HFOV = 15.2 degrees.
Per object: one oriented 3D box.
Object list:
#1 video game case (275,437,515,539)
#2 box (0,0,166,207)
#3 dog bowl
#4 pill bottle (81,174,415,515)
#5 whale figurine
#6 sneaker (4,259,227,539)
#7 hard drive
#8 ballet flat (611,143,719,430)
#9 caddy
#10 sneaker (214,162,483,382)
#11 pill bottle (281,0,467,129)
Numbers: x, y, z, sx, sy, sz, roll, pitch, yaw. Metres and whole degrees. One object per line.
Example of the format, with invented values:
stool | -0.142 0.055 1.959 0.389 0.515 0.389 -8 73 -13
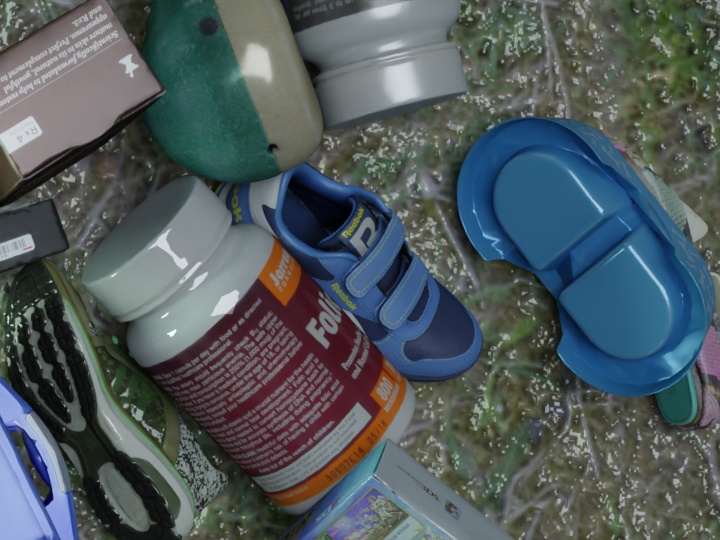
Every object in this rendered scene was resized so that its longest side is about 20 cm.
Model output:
video game case | 0.021 0.221 1.656 0.181 0.200 0.045 38 33 -12
box | -0.191 -0.093 1.599 0.100 0.200 0.075 -33 95 -16
dog bowl | 0.150 -0.014 1.741 0.200 0.111 0.050 52 32 6
pill bottle | -0.069 0.044 1.658 0.114 0.114 0.200 -48 109 -15
whale figurine | -0.096 -0.141 1.655 0.104 0.159 0.200 -23 56 -1
sneaker | -0.150 0.078 1.682 0.089 0.077 0.200 -31 94 -48
hard drive | -0.256 0.000 1.573 0.140 0.200 0.038 -20 92 -17
ballet flat | 0.207 0.005 1.790 0.071 0.069 0.200 -23 97 -35
caddy | -0.226 0.128 1.604 0.105 0.141 0.200 -26 94 -12
sneaker | 0.000 0.000 1.707 0.200 0.082 0.074 34 57 -14
pill bottle | -0.001 -0.197 1.711 0.114 0.114 0.200 -13 89 -17
